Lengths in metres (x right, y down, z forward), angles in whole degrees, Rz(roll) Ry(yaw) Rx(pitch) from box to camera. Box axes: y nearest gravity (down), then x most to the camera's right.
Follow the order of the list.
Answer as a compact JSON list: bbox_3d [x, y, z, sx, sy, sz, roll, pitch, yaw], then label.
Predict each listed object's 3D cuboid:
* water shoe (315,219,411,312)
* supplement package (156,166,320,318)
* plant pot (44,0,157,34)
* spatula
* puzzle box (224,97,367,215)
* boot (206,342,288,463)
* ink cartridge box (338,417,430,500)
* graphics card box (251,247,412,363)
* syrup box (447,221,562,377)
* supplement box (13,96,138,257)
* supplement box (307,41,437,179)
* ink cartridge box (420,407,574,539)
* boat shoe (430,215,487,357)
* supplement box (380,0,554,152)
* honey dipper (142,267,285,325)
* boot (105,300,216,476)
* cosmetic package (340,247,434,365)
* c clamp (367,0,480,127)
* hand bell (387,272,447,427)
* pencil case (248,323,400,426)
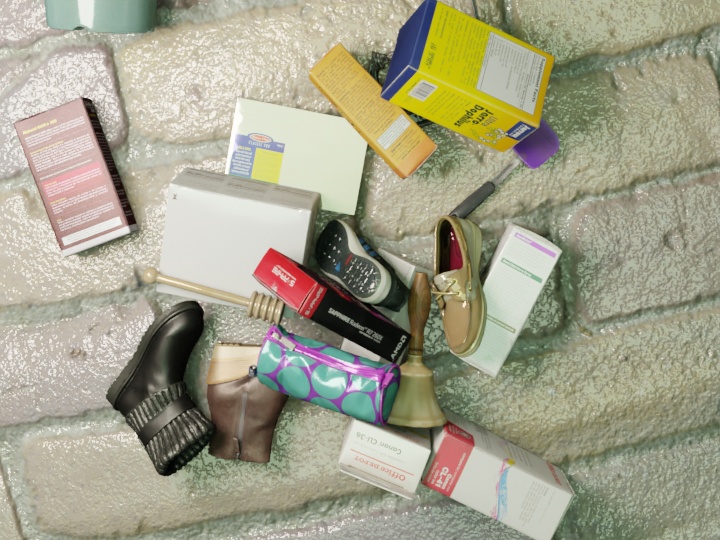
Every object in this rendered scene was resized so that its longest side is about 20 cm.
[{"bbox_3d":[0.000,0.000,1.568,0.078,0.200,0.072,31,102,-35],"label":"water shoe"},{"bbox_3d":[-0.169,-0.040,1.575,0.196,0.111,0.158,11,107,1],"label":"supplement package"},{"bbox_3d":[-0.350,-0.425,1.526,0.196,0.200,0.200,4,103,2],"label":"plant pot"},{"bbox_3d":[0.199,-0.133,1.611,0.200,0.021,0.057,-43,80,7],"label":"spatula"},{"bbox_3d":[-0.091,-0.164,1.617,0.196,0.025,0.135,12,96,1],"label":"puzzle box"},{"bbox_3d":[-0.127,0.191,1.629,0.196,0.072,0.170,2,93,11],"label":"boot"},{"bbox_3d":[0.035,0.244,1.564,0.115,0.200,0.068,21,96,0],"label":"ink cartridge box"},{"bbox_3d":[-0.036,0.048,1.496,0.199,0.125,0.051,32,91,-41],"label":"graphics card box"},{"bbox_3d":[0.202,0.039,1.599,0.081,0.079,0.202,28,96,-2],"label":"syrup box"},{"bbox_3d":[-0.404,-0.133,1.613,0.107,0.061,0.203,-19,95,3],"label":"supplement box"},{"bbox_3d":[0.015,-0.220,1.564,0.200,0.067,0.069,44,89,-5],"label":"supplement box"},{"bbox_3d":[0.187,0.287,1.590,0.198,0.148,0.087,28,96,0],"label":"ink cartridge box"},{"bbox_3d":[0.127,0.019,1.556,0.073,0.066,0.203,-25,56,40],"label":"boat shoe"},{"bbox_3d":[0.144,-0.260,1.521,0.197,0.109,0.110,22,70,-14],"label":"supplement box"},{"bbox_3d":[-0.199,0.031,1.523,0.197,0.038,0.039,15,96,1],"label":"honey dipper"},{"bbox_3d":[-0.255,0.167,1.600,0.158,0.079,0.212,44,107,27],"label":"boot"},{"bbox_3d":[0.031,0.079,1.605,0.050,0.082,0.203,16,98,-42],"label":"cosmetic package"},{"bbox_3d":[0.093,-0.293,1.602,0.197,0.027,0.173,-22,99,2],"label":"c clamp"},{"bbox_3d":[0.078,0.104,1.557,0.102,0.104,0.204,5,96,1],"label":"hand bell"},{"bbox_3d":[-0.045,0.138,1.516,0.197,0.093,0.086,17,53,18],"label":"pencil case"}]
